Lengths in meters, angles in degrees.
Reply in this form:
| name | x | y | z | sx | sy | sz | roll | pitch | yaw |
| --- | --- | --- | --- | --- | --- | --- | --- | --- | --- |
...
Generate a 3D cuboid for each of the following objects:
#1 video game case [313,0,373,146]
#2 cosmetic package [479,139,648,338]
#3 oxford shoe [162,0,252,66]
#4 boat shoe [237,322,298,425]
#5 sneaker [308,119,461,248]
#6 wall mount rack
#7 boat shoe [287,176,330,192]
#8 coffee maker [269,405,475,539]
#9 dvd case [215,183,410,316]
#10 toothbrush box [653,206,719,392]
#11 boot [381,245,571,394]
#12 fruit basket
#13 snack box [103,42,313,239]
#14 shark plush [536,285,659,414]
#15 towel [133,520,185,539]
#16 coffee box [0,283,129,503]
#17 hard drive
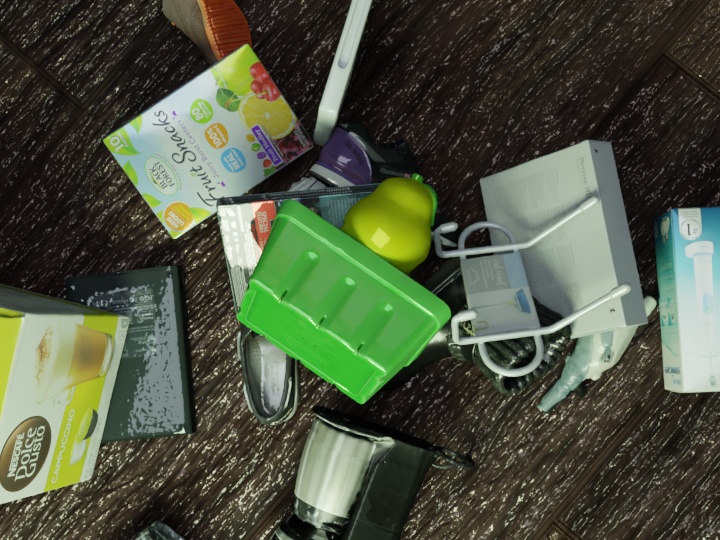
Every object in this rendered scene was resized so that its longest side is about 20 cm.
| name | x | y | z | sx | sy | sz | roll | pitch | yaw |
| --- | --- | --- | --- | --- | --- | --- | --- | --- | --- |
| video game case | -0.015 | -0.241 | 1.054 | 0.024 | 0.200 | 0.182 | 17 | 86 | -4 |
| cosmetic package | 0.219 | -0.025 | 1.044 | 0.151 | 0.052 | 0.200 | -17 | 79 | 47 |
| oxford shoe | -0.191 | -0.306 | 1.154 | 0.073 | 0.071 | 0.200 | -21 | 90 | 36 |
| boat shoe | -0.109 | 0.078 | 1.103 | 0.074 | 0.060 | 0.200 | -2 | 84 | 7 |
| sneaker | 0.048 | -0.096 | 1.063 | 0.200 | 0.076 | 0.088 | 29 | 90 | -26 |
| wall mount rack | 0.169 | 0.003 | 0.968 | 0.173 | 0.075 | 0.200 | -8 | 52 | 1 |
| boat shoe | -0.059 | -0.081 | 1.109 | 0.200 | 0.074 | 0.065 | -37 | 47 | -15 |
| coffee maker | 0.005 | 0.272 | 1.038 | 0.192 | 0.135 | 0.200 | 19 | 87 | 6 |
| dvd case | -0.047 | -0.021 | 1.039 | 0.200 | 0.022 | 0.146 | -5 | 121 | 3 |
| toothbrush box | 0.411 | 0.032 | 1.047 | 0.146 | 0.085 | 0.200 | -4 | 84 | 4 |
| boot | 0.109 | 0.089 | 1.035 | 0.211 | 0.079 | 0.158 | -48 | 56 | 9 |
| fruit basket | 0.000 | 0.000 | 0.970 | 0.215 | 0.156 | 0.216 | 8 | 60 | -14 |
| snack box | -0.174 | -0.151 | 1.111 | 0.200 | 0.053 | 0.142 | -33 | 105 | 2 |
| shark plush | 0.264 | 0.072 | 1.087 | 0.083 | 0.091 | 0.200 | 32 | 110 | 26 |
| towel | -0.219 | 0.410 | 1.070 | 0.200 | 0.086 | 0.166 | 41 | 90 | 7 |
| coffee box | -0.407 | 0.121 | 1.035 | 0.200 | 0.198 | 0.200 | 13 | 90 | 17 |
| hard drive | -0.274 | 0.101 | 1.130 | 0.139 | 0.033 | 0.200 | -6 | 84 | 5 |
